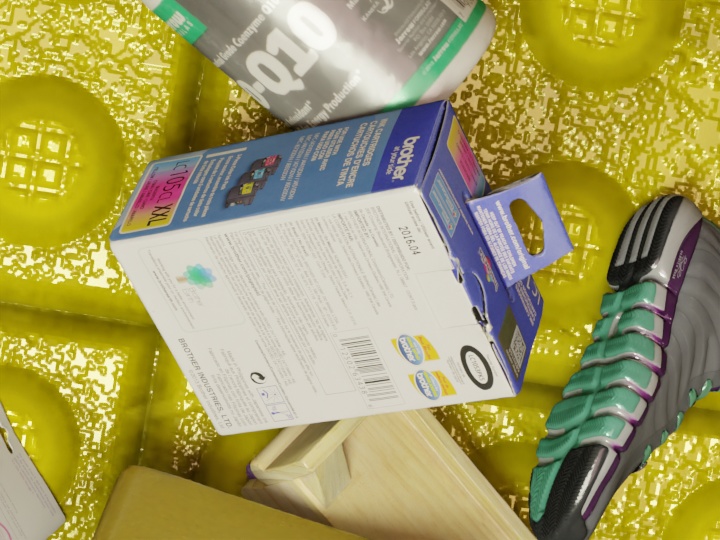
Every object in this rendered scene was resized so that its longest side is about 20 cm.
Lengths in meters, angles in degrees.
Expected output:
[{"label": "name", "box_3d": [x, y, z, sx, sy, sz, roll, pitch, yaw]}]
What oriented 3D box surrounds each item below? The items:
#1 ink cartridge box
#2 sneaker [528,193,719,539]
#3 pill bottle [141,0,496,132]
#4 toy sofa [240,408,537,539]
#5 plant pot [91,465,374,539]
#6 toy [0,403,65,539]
[{"label": "ink cartridge box", "box_3d": [0.000, 0.000, 1.131, 0.200, 0.076, 0.137, -8, 128, 26]}, {"label": "sneaker", "box_3d": [0.158, 0.063, 1.204, 0.087, 0.074, 0.200, 28, 75, -17]}, {"label": "pill bottle", "box_3d": [-0.040, -0.148, 1.157, 0.200, 0.113, 0.113, 40, 91, -8]}, {"label": "toy sofa", "box_3d": [0.036, 0.148, 1.222, 0.083, 0.098, 0.200, -44, 99, -25]}, {"label": "plant pot", "box_3d": [-0.070, 0.246, 1.109, 0.194, 0.200, 0.196, 17, 116, 6]}, {"label": "toy", "box_3d": [-0.235, 0.122, 1.144, 0.047, 0.200, 0.115, -23, 99, 27]}]
